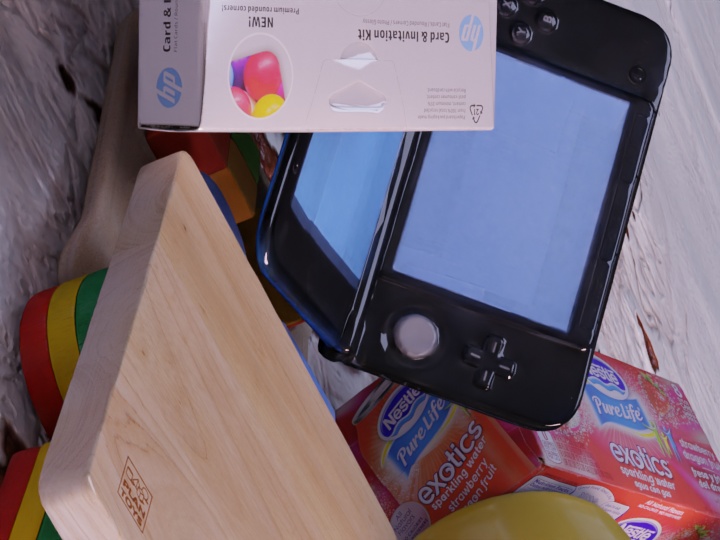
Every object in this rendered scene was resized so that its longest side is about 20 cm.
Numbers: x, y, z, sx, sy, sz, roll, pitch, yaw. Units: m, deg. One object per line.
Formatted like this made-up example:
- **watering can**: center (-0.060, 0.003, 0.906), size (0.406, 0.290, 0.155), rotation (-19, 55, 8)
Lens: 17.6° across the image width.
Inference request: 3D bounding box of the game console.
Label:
- **game console**: center (0.050, -0.056, 0.983), size (0.118, 0.170, 0.201), rotation (138, -30, -72)

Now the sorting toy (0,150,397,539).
- **sorting toy**: center (-0.063, 0.096, 0.830), size (0.199, 0.069, 0.201), rotation (-81, 148, -57)

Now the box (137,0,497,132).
- **box**: center (-0.012, -0.153, 0.878), size (0.155, 0.041, 0.202), rotation (-4, 95, -43)

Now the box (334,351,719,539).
- **box**: center (0.092, 0.100, 1.159), size (0.199, 0.100, 0.096), rotation (20, 39, -49)

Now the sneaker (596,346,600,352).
- **sneaker**: center (0.070, 0.064, 1.311), size (0.080, 0.078, 0.200), rotation (43, 22, 3)

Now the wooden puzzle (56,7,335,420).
- **wooden puzzle**: center (-0.055, 0.003, 0.988), size (0.201, 0.046, 0.186), rotation (-82, 150, -55)

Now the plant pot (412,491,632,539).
- **plant pot**: center (0.088, 0.206, 1.020), size (0.201, 0.200, 0.189), rotation (56, 7, -42)
